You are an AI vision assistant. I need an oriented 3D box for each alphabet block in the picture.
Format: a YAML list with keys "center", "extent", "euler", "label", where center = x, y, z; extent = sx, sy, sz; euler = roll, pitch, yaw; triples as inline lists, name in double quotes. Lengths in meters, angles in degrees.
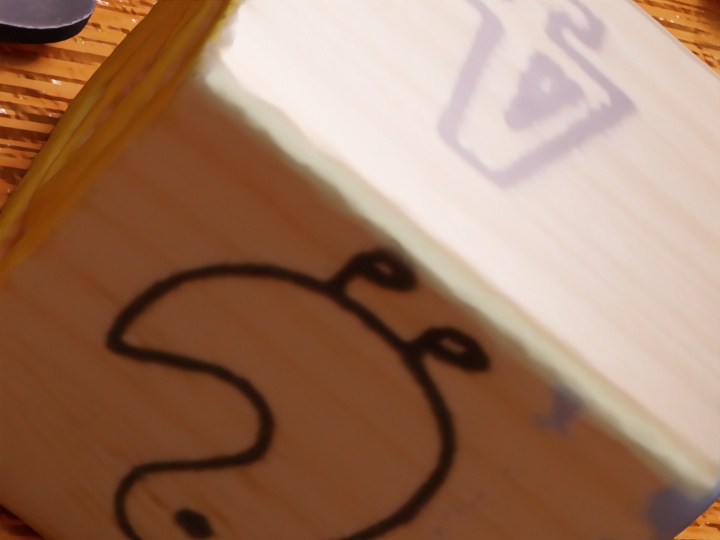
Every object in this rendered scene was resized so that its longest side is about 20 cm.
- center: [0.000, 0.000, 0.840]
  extent: [0.200, 0.195, 0.197]
  euler: [38, 37, -11]
  label: "alphabet block"

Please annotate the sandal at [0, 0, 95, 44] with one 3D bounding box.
- center: [-0.169, -0.162, 0.933]
  extent: [0.200, 0.045, 0.075]
  euler: [48, 37, 0]
  label: "sandal"
